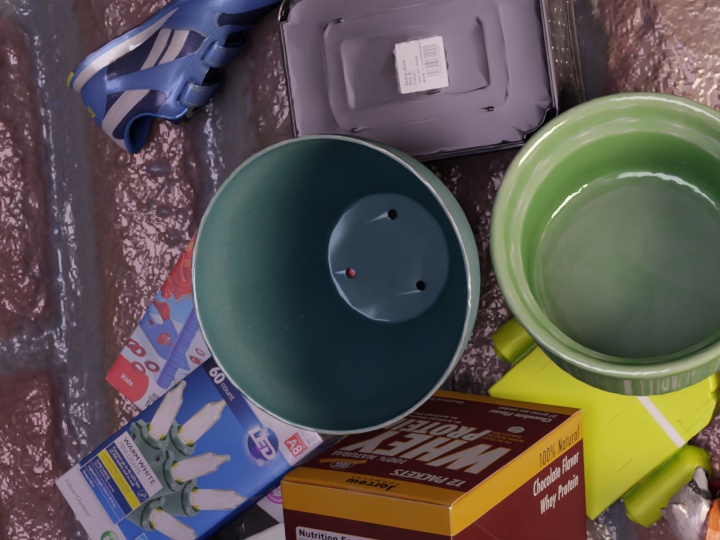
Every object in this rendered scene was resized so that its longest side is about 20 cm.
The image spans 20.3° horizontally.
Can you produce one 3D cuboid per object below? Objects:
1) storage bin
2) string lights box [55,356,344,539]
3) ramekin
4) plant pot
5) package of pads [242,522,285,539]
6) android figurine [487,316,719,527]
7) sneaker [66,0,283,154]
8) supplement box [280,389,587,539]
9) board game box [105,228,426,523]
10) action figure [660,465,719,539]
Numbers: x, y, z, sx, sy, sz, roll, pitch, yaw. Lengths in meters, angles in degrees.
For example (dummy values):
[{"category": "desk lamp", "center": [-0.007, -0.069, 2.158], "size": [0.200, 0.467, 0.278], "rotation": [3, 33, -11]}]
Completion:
[{"category": "storage bin", "center": [0.052, -0.148, 1.455], "size": [0.198, 0.094, 0.137], "rotation": [-7, 91, 21]}, {"category": "string lights box", "center": [-0.118, 0.138, 1.495], "size": [0.200, 0.059, 0.103], "rotation": [-39, 80, 18]}, {"category": "ramekin", "center": [0.191, -0.011, 1.378], "size": [0.198, 0.098, 0.202], "rotation": [-3, 72, 8]}, {"category": "plant pot", "center": [0.000, 0.000, 1.399], "size": [0.198, 0.135, 0.202], "rotation": [3, 100, 19]}, {"category": "package of pads", "center": [-0.090, 0.252, 1.504], "size": [0.199, 0.154, 0.069], "rotation": [-27, 73, 17]}, {"category": "android figurine", "center": [0.178, 0.092, 1.455], "size": [0.200, 0.041, 0.182], "rotation": [-44, 79, 18]}, {"category": "sneaker", "center": [-0.128, -0.162, 1.532], "size": [0.199, 0.074, 0.083], "rotation": [-30, 86, 26]}, {"category": "supplement box", "center": [0.058, 0.212, 1.395], "size": [0.132, 0.197, 0.202], "rotation": [5, 108, 31]}, {"category": "board game box", "center": [-0.063, 0.060, 1.531], "size": [0.199, 0.056, 0.197], "rotation": [37, 105, 14]}, {"category": "action figure", "center": [0.302, 0.150, 1.380], "size": [0.192, 0.105, 0.202], "rotation": [-6, 102, 5]}]
